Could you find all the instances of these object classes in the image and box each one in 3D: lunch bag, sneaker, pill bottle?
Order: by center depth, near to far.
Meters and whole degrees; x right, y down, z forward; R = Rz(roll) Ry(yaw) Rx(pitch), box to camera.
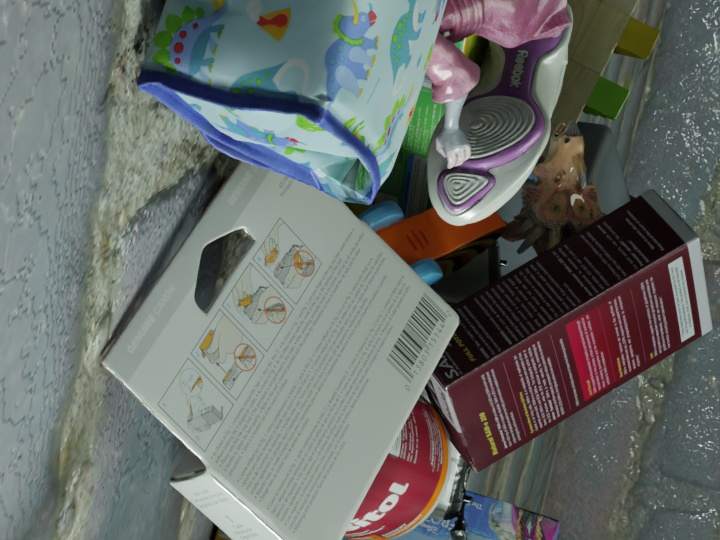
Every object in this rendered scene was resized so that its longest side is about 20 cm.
[{"bbox_3d":[-0.014,-0.136,0.934,0.200,0.127,0.170,29,77,-67],"label":"lunch bag"},{"bbox_3d":[-0.026,0.110,1.170,0.200,0.113,0.113,31,75,-62],"label":"pill bottle"},{"bbox_3d":[0.103,-0.099,1.259,0.100,0.075,0.200,85,26,-54],"label":"sneaker"}]

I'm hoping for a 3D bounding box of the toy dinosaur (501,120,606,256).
[{"bbox_3d":[0.157,-0.010,1.320,0.086,0.200,0.136,-39,-160,-7],"label":"toy dinosaur"}]

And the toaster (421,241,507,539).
[{"bbox_3d":[0.042,0.080,1.387,0.200,0.119,0.181,-82,-178,-68],"label":"toaster"}]

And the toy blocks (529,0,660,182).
[{"bbox_3d":[0.157,-0.148,1.415,0.200,0.100,0.137,-62,176,-6],"label":"toy blocks"}]

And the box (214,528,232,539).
[{"bbox_3d":[-0.069,0.213,1.321,0.200,0.041,0.119,43,64,-78],"label":"box"}]

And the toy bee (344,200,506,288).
[{"bbox_3d":[0.000,0.000,1.254,0.109,0.200,0.131,-48,-132,48],"label":"toy bee"}]

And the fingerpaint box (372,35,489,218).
[{"bbox_3d":[0.058,-0.137,1.351,0.167,0.073,0.200,-56,159,-51],"label":"fingerpaint box"}]

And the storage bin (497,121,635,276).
[{"bbox_3d":[0.138,-0.068,1.535,0.134,0.200,0.146,74,33,-50],"label":"storage bin"}]

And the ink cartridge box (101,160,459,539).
[{"bbox_3d":[-0.048,0.044,1.031,0.045,0.176,0.200,-23,-152,48],"label":"ink cartridge box"}]

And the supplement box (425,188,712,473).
[{"bbox_3d":[0.138,0.042,1.241,0.200,0.061,0.109,-30,140,-9],"label":"supplement box"}]

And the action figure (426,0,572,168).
[{"bbox_3d":[0.059,-0.167,1.137,0.200,0.134,0.149,-37,161,-35],"label":"action figure"}]

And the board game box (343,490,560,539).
[{"bbox_3d":[0.037,0.267,1.469,0.043,0.200,0.199,80,28,-66],"label":"board game box"}]
